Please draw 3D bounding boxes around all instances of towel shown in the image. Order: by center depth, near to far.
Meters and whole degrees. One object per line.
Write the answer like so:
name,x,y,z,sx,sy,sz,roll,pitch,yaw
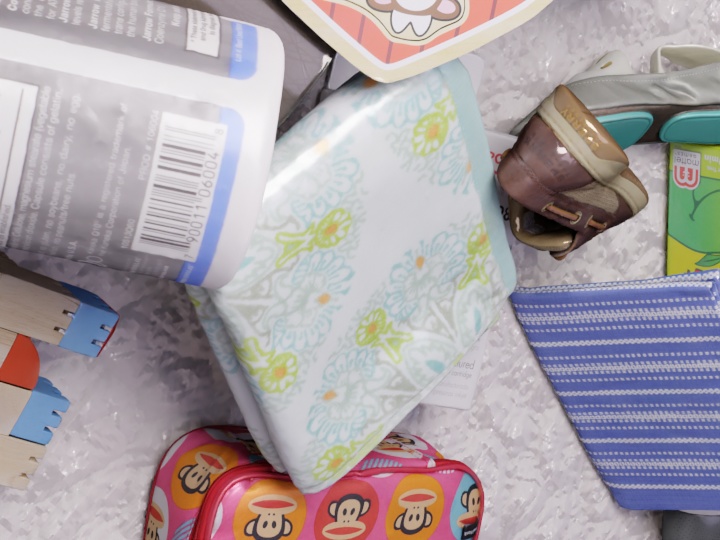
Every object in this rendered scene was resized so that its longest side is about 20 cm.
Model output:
towel,0.000,0.000,0.922,0.171,0.048,0.201,-43,139,-21
towel,0.192,0.079,1.149,0.201,0.144,0.024,60,42,-31

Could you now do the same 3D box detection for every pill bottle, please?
pill bottle,-0.140,-0.066,0.761,0.198,0.114,0.115,12,96,-11

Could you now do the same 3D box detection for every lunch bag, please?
lunch bag,-0.033,0.182,1.048,0.199,0.082,0.178,4,104,-35

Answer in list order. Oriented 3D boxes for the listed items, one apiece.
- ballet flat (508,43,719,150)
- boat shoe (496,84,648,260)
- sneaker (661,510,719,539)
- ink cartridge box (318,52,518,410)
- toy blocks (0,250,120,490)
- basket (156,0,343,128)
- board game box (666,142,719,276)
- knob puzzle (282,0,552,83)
ballet flat,0.174,-0.106,1.131,0.198,0.067,0.064,-6,68,-21
boat shoe,0.108,-0.045,1.007,0.072,0.072,0.200,-43,170,4
sneaker,0.285,0.173,1.289,0.199,0.074,0.085,3,107,-28
ink cartridge box,0.026,-0.031,1.036,0.115,0.067,0.202,10,96,-38
toy blocks,-0.204,0.061,0.884,0.136,0.100,0.201,24,99,-47
basket,-0.126,-0.146,0.850,0.180,0.136,0.200,-39,124,21
board game box,0.251,0.016,1.190,0.047,0.101,0.202,-15,111,-41
knob puzzle,0.029,-0.176,0.798,0.218,0.030,0.221,-4,113,-8
